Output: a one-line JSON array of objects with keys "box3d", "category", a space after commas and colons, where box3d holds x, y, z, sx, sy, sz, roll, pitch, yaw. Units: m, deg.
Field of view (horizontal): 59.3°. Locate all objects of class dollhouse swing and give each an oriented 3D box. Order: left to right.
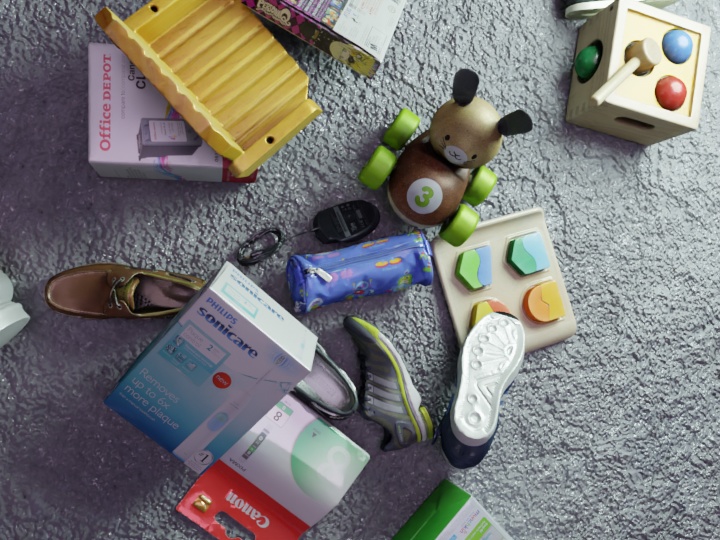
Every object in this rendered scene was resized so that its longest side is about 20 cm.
[{"box3d": [-0.147, -0.223, 0.670, 0.182, 0.176, 0.200, -44, 96, -14], "category": "dollhouse swing"}]

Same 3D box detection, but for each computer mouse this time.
[{"box3d": [-0.068, -0.045, 0.841, 0.199, 0.034, 0.059, -17, 64, -7], "category": "computer mouse"}]

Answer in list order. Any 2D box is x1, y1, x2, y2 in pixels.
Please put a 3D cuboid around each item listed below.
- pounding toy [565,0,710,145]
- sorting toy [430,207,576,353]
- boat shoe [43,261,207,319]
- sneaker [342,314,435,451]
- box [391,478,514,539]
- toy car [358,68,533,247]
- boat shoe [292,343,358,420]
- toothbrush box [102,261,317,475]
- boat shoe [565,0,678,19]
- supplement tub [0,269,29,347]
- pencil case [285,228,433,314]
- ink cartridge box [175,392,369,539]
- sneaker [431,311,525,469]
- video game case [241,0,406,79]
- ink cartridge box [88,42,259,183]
[{"box3d": [0.391, -0.281, 0.910, 0.199, 0.142, 0.185, 12, 84, -14], "category": "pounding toy"}, {"box3d": [0.210, 0.025, 0.904, 0.184, 0.036, 0.201, -15, 91, -15], "category": "sorting toy"}, {"box3d": [-0.280, 0.024, 0.764, 0.199, 0.068, 0.072, -1, 88, -14], "category": "boat shoe"}, {"box3d": [0.024, 0.152, 0.835, 0.081, 0.074, 0.201, -29, 93, -11], "category": "sneaker"}, {"box3d": [0.121, 0.418, 0.831, 0.177, 0.097, 0.200, 46, 78, -8], "category": "box"}, {"box3d": [0.121, -0.155, 0.793, 0.164, 0.200, 0.158, 34, 57, -7], "category": "toy car"}, {"box3d": [-0.081, 0.113, 0.806, 0.200, 0.060, 0.076, 37, 73, -3], "category": "boat shoe"}, {"box3d": [-0.169, 0.114, 0.732, 0.146, 0.085, 0.200, 43, 106, -14], "category": "toothbrush box"}, {"box3d": [0.403, -0.425, 0.957, 0.199, 0.072, 0.068, -7, 93, -12], "category": "boat shoe"}, {"box3d": [-0.475, 0.015, 0.677, 0.144, 0.144, 0.200, -42, 97, -12], "category": "supplement tub"}, {"box3d": [0.000, 0.000, 0.828, 0.199, 0.087, 0.078, -12, 74, -15], "category": "pencil case"}, {"box3d": [-0.110, 0.269, 0.807, 0.161, 0.050, 0.200, 40, 77, -9], "category": "ink cartridge box"}, {"box3d": [0.157, 0.169, 0.853, 0.080, 0.147, 0.201, 18, 56, 11], "category": "sneaker"}, {"box3d": [-0.035, -0.351, 0.811, 0.181, 0.036, 0.201, 27, 48, -12], "category": "video game case"}, {"box3d": [-0.225, -0.190, 0.781, 0.199, 0.086, 0.149, 0, 87, -15], "category": "ink cartridge box"}]
